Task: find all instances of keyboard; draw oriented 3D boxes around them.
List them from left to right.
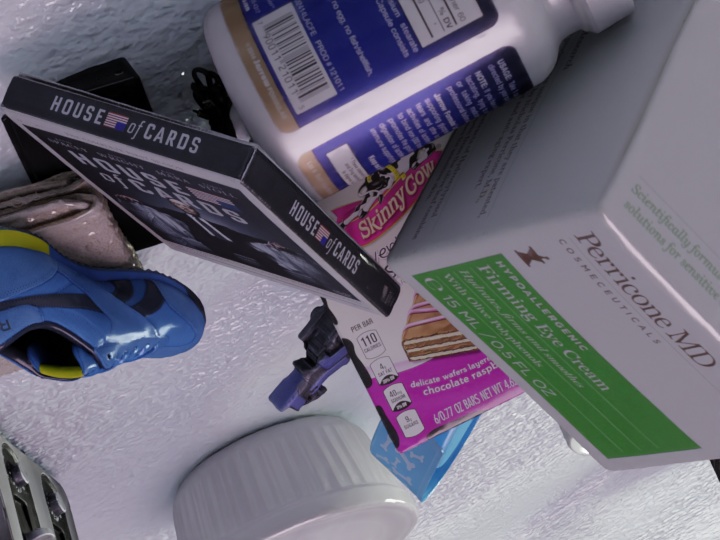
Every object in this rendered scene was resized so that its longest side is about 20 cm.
[{"bbox_3d":[-0.121,-0.064,1.124,0.127,0.021,0.200,-17,157,-3],"label":"keyboard"}]

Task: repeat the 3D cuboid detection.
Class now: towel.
[{"bbox_3d":[-0.193,0.009,1.168,0.132,0.035,0.200,-16,156,1],"label":"towel"}]

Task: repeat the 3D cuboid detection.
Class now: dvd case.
[{"bbox_3d":[-0.079,-0.036,1.047,0.025,0.150,0.200,-67,152,-11],"label":"dvd case"}]

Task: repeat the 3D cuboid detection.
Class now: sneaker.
[{"bbox_3d":[-0.153,0.037,1.121,0.066,0.079,0.200,-31,154,23],"label":"sneaker"}]

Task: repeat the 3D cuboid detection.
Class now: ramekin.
[{"bbox_3d":[-0.061,0.197,1.631,0.202,0.094,0.203,-21,157,-10],"label":"ramekin"}]

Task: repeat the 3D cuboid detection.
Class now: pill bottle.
[{"bbox_3d":[0.030,-0.127,1.022,0.200,0.116,0.116,-27,156,5],"label":"pill bottle"}]

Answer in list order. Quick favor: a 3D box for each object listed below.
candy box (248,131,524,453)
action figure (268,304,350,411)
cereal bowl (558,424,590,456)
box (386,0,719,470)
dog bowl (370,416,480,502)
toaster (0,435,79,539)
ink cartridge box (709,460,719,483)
[{"bbox_3d":[0.037,-0.014,1.165,0.136,0.200,0.061,-27,-169,2],"label":"candy box"},{"bbox_3d":[0.000,0.000,1.281,0.200,0.105,0.194,-46,151,-4],"label":"action figure"},{"bbox_3d":[0.249,0.073,1.690,0.199,0.084,0.200,-20,156,-10],"label":"cereal bowl"},{"bbox_3d":[0.164,-0.030,1.074,0.199,0.200,0.171,43,147,-24],"label":"box"},{"bbox_3d":[0.066,0.056,1.300,0.200,0.049,0.111,-65,169,26],"label":"dog bowl"},{"bbox_3d":[-0.300,0.210,1.394,0.199,0.119,0.181,-25,156,0],"label":"toaster"},{"bbox_3d":[0.460,0.159,2.085,0.199,0.075,0.165,-26,158,0],"label":"ink cartridge box"}]
